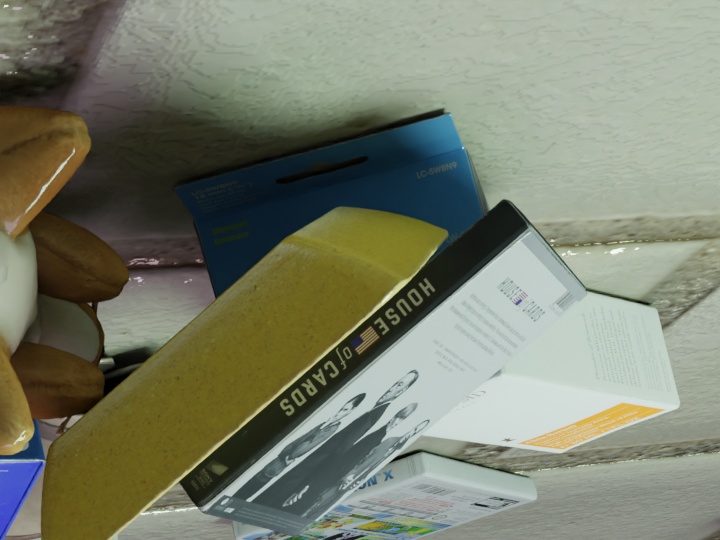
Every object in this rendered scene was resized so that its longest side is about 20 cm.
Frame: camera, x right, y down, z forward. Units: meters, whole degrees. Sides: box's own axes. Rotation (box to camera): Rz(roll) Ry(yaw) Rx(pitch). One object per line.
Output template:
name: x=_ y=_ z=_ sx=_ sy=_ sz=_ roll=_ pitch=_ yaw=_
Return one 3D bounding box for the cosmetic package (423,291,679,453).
cosmetic package: x=0.100 y=0.058 z=1.292 sx=0.101 sy=0.072 sz=0.199 roll=-25 pitch=157 yaw=34

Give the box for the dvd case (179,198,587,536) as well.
dvd case: x=0.016 y=0.053 z=1.017 sx=0.200 sy=0.025 sz=0.150 roll=-41 pitch=161 yaw=4

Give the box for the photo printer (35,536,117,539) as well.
photo printer: x=-0.294 y=0.205 z=1.469 sx=0.199 sy=0.070 sz=0.166 roll=-25 pitch=157 yaw=33

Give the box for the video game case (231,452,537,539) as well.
video game case: x=0.023 y=0.193 z=1.703 sx=0.181 sy=0.022 sz=0.200 roll=-21 pitch=160 yaw=25

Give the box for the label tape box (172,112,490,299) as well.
label tape box: x=0.000 y=0.000 z=1.077 sx=0.143 sy=0.064 sz=0.200 roll=-15 pitch=161 yaw=7

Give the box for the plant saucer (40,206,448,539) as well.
plant saucer: x=-0.057 y=0.040 z=0.936 sx=0.200 sy=0.049 sz=0.200 roll=-41 pitch=-179 yaw=10

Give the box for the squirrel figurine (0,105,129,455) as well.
squirrel figurine: x=-0.202 y=0.013 z=0.938 sx=0.198 sy=0.143 sz=0.187 roll=2 pitch=172 yaw=2

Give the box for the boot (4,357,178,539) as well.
boot: x=-0.181 y=0.101 z=1.267 sx=0.198 sy=0.071 sz=0.147 roll=-12 pitch=155 yaw=-4

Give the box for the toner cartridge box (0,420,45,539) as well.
toner cartridge box: x=-0.274 y=0.108 z=1.097 sx=0.198 sy=0.043 sz=0.095 roll=3 pitch=140 yaw=-30
